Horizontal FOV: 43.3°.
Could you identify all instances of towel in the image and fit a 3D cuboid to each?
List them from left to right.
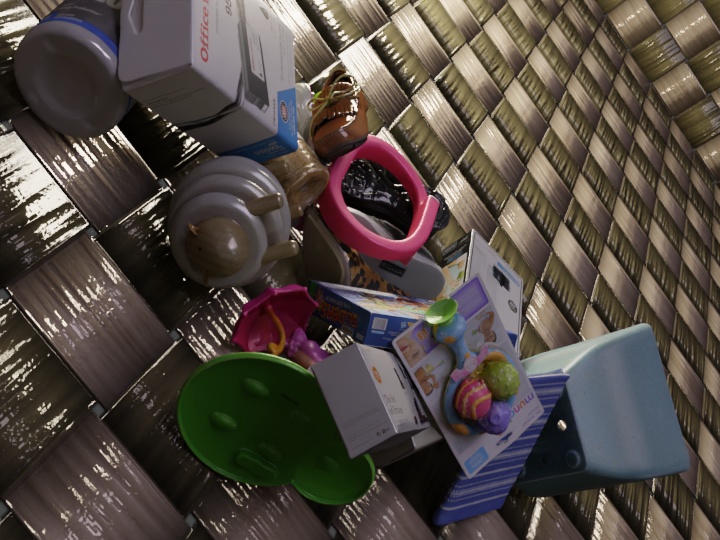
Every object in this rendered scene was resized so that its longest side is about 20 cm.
[{"bbox_3d":[0.162,0.204,1.056,0.024,0.203,0.143,36,21,35],"label":"towel"}]

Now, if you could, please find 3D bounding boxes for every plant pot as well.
[{"bbox_3d":[0.279,0.196,1.184,0.198,0.194,0.200,-3,75,-48],"label":"plant pot"}]

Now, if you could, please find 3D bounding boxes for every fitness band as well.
[{"bbox_3d":[0.023,-0.086,1.077,0.143,0.037,0.201,37,37,-10],"label":"fitness band"}]

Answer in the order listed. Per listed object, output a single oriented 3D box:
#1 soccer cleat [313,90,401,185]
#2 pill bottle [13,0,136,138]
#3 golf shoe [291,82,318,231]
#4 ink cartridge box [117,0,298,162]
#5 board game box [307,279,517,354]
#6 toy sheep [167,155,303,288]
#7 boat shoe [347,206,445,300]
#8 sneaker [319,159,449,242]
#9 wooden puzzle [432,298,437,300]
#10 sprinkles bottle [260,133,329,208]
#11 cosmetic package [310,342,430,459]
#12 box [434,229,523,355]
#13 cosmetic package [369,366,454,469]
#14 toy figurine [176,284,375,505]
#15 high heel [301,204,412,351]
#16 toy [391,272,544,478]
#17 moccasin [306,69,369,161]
[{"bbox_3d":[-0.002,-0.154,1.232,0.200,0.067,0.082,46,53,-18],"label":"soccer cleat"},{"bbox_3d":[-0.249,-0.230,0.908,0.114,0.113,0.202,44,35,-20],"label":"pill bottle"},{"bbox_3d":[-0.097,-0.140,1.093,0.089,0.075,0.204,6,59,-24],"label":"golf shoe"},{"bbox_3d":[-0.144,-0.211,0.898,0.199,0.082,0.148,31,52,-61],"label":"ink cartridge box"},{"bbox_3d":[0.054,0.055,0.979,0.196,0.135,0.035,10,98,-33],"label":"board game box"},{"bbox_3d":[-0.128,-0.052,0.913,0.138,0.137,0.201,47,16,-16],"label":"toy sheep"},{"bbox_3d":[0.019,-0.029,1.146,0.198,0.071,0.064,31,22,-24],"label":"boat shoe"},{"bbox_3d":[0.015,-0.087,1.185,0.197,0.091,0.077,29,54,-6],"label":"sneaker"},{"bbox_3d":[0.126,0.111,1.203,0.183,0.037,0.204,24,47,-41],"label":"wooden puzzle"},{"bbox_3d":[-0.115,-0.160,1.026,0.068,0.068,0.201,-7,54,-54],"label":"sprinkles bottle"},{"bbox_3d":[0.015,0.117,0.825,0.084,0.050,0.200,63,7,12],"label":"cosmetic package"},{"bbox_3d":[0.156,0.055,1.197,0.116,0.060,0.202,43,35,-20],"label":"box"},{"bbox_3d":[0.076,0.150,1.023,0.198,0.103,0.089,-11,73,-48],"label":"cosmetic package"},{"bbox_3d":[-0.064,0.099,0.877,0.198,0.150,0.186,35,30,-16],"label":"toy figurine"},{"bbox_3d":[0.000,0.000,1.089,0.142,0.070,0.204,-37,108,-54],"label":"high heel"},{"bbox_3d":[0.123,0.117,0.925,0.202,0.114,0.047,59,-13,-26],"label":"toy"},{"bbox_3d":[-0.026,-0.189,1.066,0.079,0.072,0.203,63,21,-24],"label":"moccasin"}]
